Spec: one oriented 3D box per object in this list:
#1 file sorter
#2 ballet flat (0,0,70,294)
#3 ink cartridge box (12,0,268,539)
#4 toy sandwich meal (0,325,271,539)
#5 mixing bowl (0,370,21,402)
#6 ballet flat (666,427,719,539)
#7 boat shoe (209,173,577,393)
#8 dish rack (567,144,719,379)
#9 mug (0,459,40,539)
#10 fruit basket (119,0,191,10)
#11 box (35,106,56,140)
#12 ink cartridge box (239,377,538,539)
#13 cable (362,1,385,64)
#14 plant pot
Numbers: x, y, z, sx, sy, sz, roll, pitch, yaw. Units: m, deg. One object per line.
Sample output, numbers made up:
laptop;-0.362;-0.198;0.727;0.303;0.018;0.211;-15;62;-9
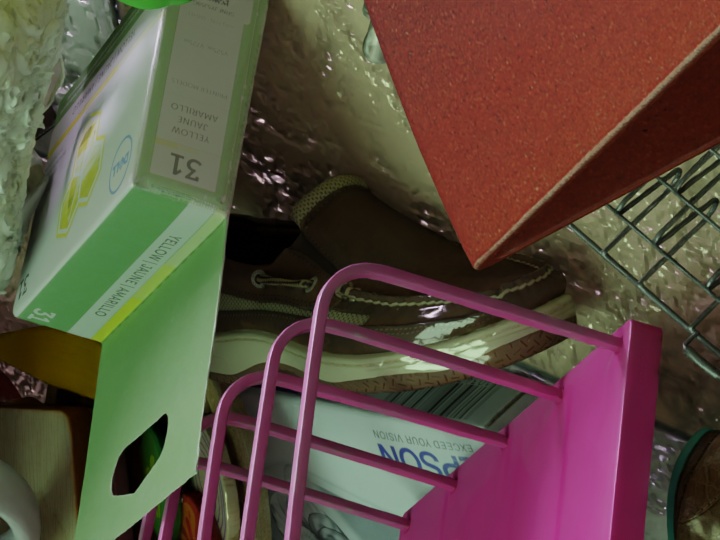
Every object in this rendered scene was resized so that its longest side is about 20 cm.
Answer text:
file sorter;0.001;0.102;0.952;0.125;0.140;0.200;18;150;-16
ballet flat;-0.147;-0.045;1.065;0.072;0.072;0.200;41;144;14
ink cartridge box;-0.092;-0.001;1.037;0.048;0.201;0.145;18;153;-18
toy sandwich meal;-0.114;0.102;1.173;0.205;0.070;0.207;17;111;54
mixing bowl;-0.225;0.110;1.339;0.108;0.201;0.201;10;137;9
ballet flat;0.151;0.142;1.000;0.072;0.068;0.201;21;133;26
boat shoe;-0.004;0.002;1.036;0.202;0.075;0.075;-4;105;47
dish rack;0.107;-0.050;0.862;0.200;0.054;0.154;41;146;18
mug;-0.234;0.107;1.136;0.199;0.148;0.176;-2;146;2
fruit basket;-0.107;-0.182;0.898;0.215;0.155;0.217;16;111;46
box;-0.276;-0.094;1.184;0.164;0.166;0.201;-10;114;53
ink cartridge box;0.030;0.128;1.149;0.199;0.041;0.201;5;127;49
cable;0.016;-0.169;0.877;0.201;0.050;0.097;115;146;-40
plant pot;0.091;-0.148;0.663;0.177;0.199;0.200;57;149;9
